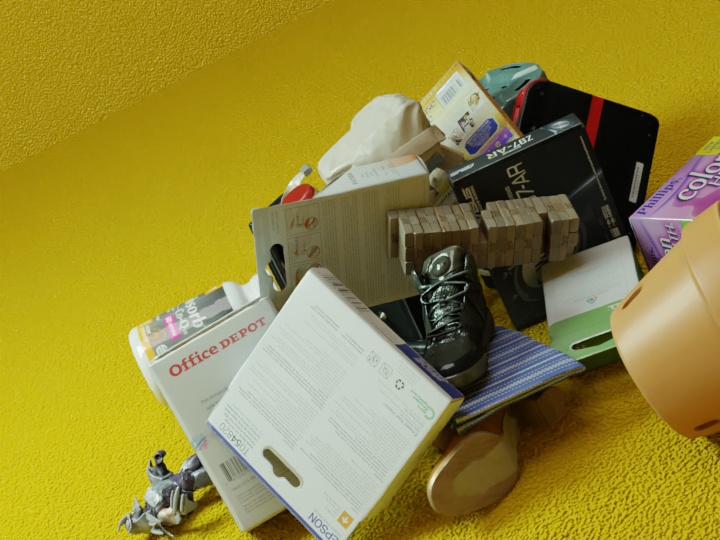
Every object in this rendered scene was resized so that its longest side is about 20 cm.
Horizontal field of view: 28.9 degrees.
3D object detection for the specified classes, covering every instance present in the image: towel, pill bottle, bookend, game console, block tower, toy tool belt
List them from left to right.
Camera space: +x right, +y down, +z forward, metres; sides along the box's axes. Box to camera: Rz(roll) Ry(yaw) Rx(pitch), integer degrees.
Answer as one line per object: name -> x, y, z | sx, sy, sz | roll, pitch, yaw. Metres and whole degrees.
pill bottle -> -0.186, 0.084, 1.795 | 0.200, 0.117, 0.116 | -27, 22, -3
bookend -> 0.000, 0.000, 1.672 | 0.200, 0.199, 0.092 | -2, 32, 42
toy tool belt -> 0.018, -0.097, 1.593 | 0.200, 0.123, 0.125 | -45, 26, -1
towel -> 0.122, 0.107, 1.409 | 0.144, 0.024, 0.200 | -24, 15, -13
block tower -> 0.130, -0.038, 1.498 | 0.199, 0.054, 0.058 | -5, 33, -8
game console -> 0.255, -0.122, 1.653 | 0.031, 0.176, 0.200 | 123, 163, -67

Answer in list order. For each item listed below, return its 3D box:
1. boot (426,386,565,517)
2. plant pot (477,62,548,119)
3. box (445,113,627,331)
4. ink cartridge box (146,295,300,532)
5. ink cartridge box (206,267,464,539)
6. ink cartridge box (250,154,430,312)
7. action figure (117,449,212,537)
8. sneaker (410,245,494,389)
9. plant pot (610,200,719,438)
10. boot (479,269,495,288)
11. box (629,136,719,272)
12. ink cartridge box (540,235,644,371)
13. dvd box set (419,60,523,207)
boot -> 0.098, 0.172, 1.382 | 0.201, 0.071, 0.144 | -37, 19, -34
plant pot -> 0.197, -0.147, 1.788 | 0.200, 0.196, 0.200 | -22, 22, 9
box -> 0.206, -0.053, 1.566 | 0.160, 0.200, 0.044 | -24, 22, 4
ink cartridge box -> -0.110, 0.148, 1.451 | 0.145, 0.200, 0.088 | -30, -3, -9
ink cartridge box -> -0.028, 0.135, 1.351 | 0.200, 0.200, 0.041 | -54, -22, 17
ink cartridge box -> -0.021, -0.029, 1.524 | 0.199, 0.163, 0.050 | -11, 36, -12
action figure -> -0.188, 0.228, 1.550 | 0.200, 0.069, 0.130 | -36, 29, -16
sneaker -> 0.086, 0.048, 1.406 | 0.076, 0.114, 0.199 | -16, 17, 19
plant pot -> 0.319, 0.058, 1.247 | 0.140, 0.200, 0.200 | -36, 17, 23
boot -> 0.220, -0.070, 1.670 | 0.200, 0.139, 0.078 | -21, 22, 8
box -> 0.425, -0.062, 1.489 | 0.176, 0.097, 0.200 | -40, 26, -30
ink cartridge box -> 0.253, 0.051, 1.470 | 0.104, 0.059, 0.200 | -20, 28, 14
dvd box set -> 0.116, -0.140, 1.658 | 0.146, 0.029, 0.200 | -48, 43, 15
